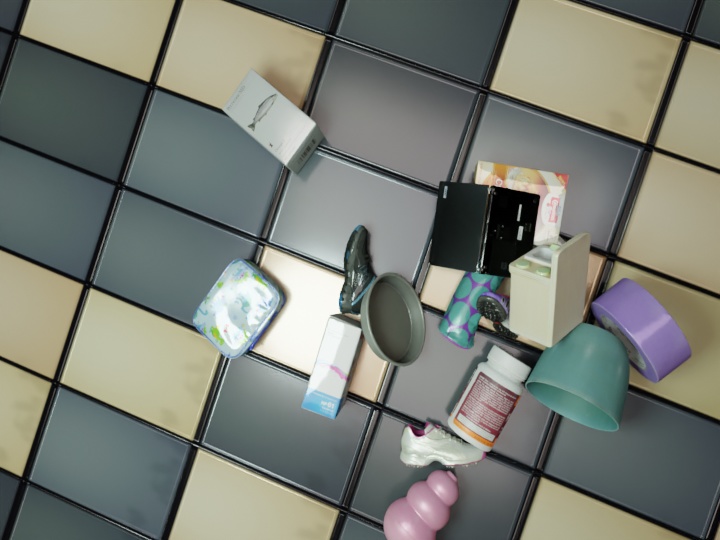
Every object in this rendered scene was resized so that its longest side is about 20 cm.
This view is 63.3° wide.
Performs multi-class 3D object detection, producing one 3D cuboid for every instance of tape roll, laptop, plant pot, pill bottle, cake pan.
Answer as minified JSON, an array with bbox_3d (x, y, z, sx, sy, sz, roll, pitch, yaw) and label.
[{"bbox_3d":[0.575,0.123,1.206,0.084,0.200,0.202,-37,86,4],"label":"tape roll"},{"bbox_3d":[0.263,-0.085,1.240,0.193,0.103,0.184,6,94,-20],"label":"laptop"},{"bbox_3d":[0.469,0.212,1.225,0.197,0.201,0.164,29,74,6],"label":"plant pot"},{"bbox_3d":[0.285,0.277,1.279,0.112,0.114,0.204,30,93,6],"label":"pill bottle"},{"bbox_3d":[0.070,0.109,1.281,0.036,0.197,0.207,-17,87,41],"label":"cake pan"}]

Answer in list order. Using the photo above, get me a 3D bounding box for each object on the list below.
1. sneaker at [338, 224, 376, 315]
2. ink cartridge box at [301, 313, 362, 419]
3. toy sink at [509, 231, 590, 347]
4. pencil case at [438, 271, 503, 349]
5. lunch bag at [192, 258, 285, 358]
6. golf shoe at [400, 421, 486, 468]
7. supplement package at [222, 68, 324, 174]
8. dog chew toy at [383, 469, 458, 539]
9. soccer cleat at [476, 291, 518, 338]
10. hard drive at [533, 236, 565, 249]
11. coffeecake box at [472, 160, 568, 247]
[{"bbox_3d":[0.000,0.000,1.345,0.079,0.073,0.208,7,96,-10],"label":"sneaker"},{"bbox_3d":[-0.054,0.207,1.301,0.082,0.144,0.207,16,91,6],"label":"ink cartridge box"},{"bbox_3d":[0.377,0.023,1.180,0.110,0.128,0.206,22,127,43],"label":"toy sink"},{"bbox_3d":[0.251,0.070,1.300,0.090,0.085,0.205,27,91,-14],"label":"pencil case"},{"bbox_3d":[-0.280,0.091,1.360,0.159,0.082,0.202,38,93,6],"label":"lunch bag"},{"bbox_3d":[0.184,0.390,1.310,0.192,0.075,0.095,-2,86,5],"label":"golf shoe"},{"bbox_3d":[-0.196,-0.338,1.339,0.199,0.117,0.118,40,94,6],"label":"supplement package"},{"bbox_3d":[0.142,0.529,1.293,0.124,0.125,0.201,42,85,5],"label":"dog chew toy"},{"bbox_3d":[0.302,0.079,1.251,0.067,0.200,0.075,12,72,37],"label":"soccer cleat"},{"bbox_3d":[0.385,-0.046,1.317,0.200,0.026,0.132,44,94,5],"label":"hard drive"},{"bbox_3d":[0.337,-0.141,1.273,0.193,0.073,0.159,10,91,6],"label":"coffeecake box"}]
